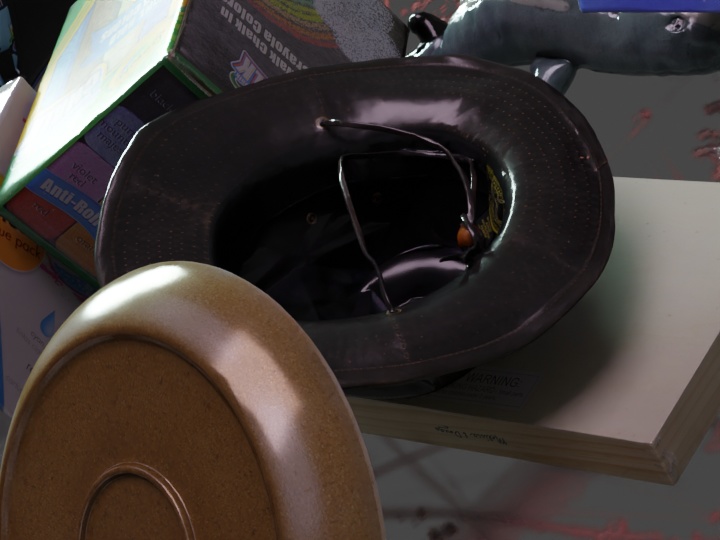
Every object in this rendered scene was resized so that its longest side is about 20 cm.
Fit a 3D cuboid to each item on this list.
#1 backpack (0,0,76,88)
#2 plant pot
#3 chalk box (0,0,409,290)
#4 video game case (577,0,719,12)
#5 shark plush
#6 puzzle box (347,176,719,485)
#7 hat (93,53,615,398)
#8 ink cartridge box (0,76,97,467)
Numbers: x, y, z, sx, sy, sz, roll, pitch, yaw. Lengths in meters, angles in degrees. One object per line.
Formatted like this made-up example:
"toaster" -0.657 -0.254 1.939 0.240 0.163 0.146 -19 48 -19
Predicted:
"backpack" -0.249 -0.205 1.232 0.134 0.201 0.183 1 46 40
"plant pot" -0.069 0.098 0.726 0.199 0.202 0.027 7 7 44
"chalk box" -0.070 -0.055 0.937 0.123 0.124 0.201 -34 27 33
"video game case" 0.210 -0.141 0.821 0.180 0.046 0.199 -20 16 -28
"shark plush" 0.079 -0.108 0.964 0.198 0.091 0.084 -10 69 23
"puzzle box" 0.071 0.015 0.843 0.199 0.026 0.133 6 50 44
"hat" 0.000 0.000 0.817 0.198 0.081 0.202 -3 45 3
"ink cartridge box" -0.158 -0.003 0.969 0.067 0.115 0.201 -23 34 31
